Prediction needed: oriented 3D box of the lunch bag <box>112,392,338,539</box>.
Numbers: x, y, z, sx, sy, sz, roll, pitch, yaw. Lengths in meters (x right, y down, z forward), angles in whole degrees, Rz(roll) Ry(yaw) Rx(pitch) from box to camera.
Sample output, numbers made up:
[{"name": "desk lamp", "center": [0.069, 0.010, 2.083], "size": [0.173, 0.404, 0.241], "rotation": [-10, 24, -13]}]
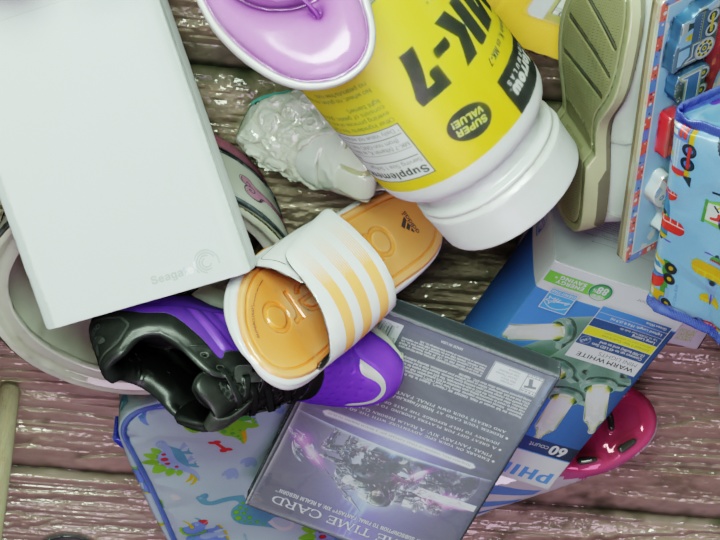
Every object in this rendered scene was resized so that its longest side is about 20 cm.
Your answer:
[{"name": "lunch bag", "center": [-0.077, 0.117, 1.716], "size": [0.160, 0.083, 0.200], "rotation": [-12, 137, 7]}]

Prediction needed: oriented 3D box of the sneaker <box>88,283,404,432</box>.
[{"name": "sneaker", "center": [-0.072, 0.063, 1.524], "size": [0.200, 0.100, 0.070], "rotation": [15, 130, -10]}]

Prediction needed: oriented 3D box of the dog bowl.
[{"name": "dog bowl", "center": [-0.137, -0.012, 1.577], "size": [0.200, 0.074, 0.200], "rotation": [-2, 138, -1]}]

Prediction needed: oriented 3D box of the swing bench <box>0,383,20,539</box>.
[{"name": "swing bench", "center": [-0.340, 0.172, 1.668], "size": [0.198, 0.200, 0.130], "rotation": [13, 135, -17]}]

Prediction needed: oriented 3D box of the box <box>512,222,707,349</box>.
[{"name": "box", "center": [0.190, -0.035, 1.604], "size": [0.144, 0.036, 0.200], "rotation": [11, 137, -16]}]

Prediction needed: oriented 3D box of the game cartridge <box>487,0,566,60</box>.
[{"name": "game cartridge", "center": [0.184, -0.187, 1.439], "size": [0.176, 0.032, 0.200], "rotation": [16, 136, -20]}]

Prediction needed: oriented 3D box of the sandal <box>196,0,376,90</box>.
[{"name": "sandal", "center": [-0.066, -0.182, 1.316], "size": [0.082, 0.203, 0.050], "rotation": [-33, 170, 4]}]

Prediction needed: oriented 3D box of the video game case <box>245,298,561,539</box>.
[{"name": "video game case", "center": [0.025, 0.106, 1.623], "size": [0.143, 0.019, 0.200], "rotation": [21, 129, -8]}]

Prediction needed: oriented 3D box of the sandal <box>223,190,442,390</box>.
[{"name": "sandal", "center": [-0.005, -0.007, 1.511], "size": [0.079, 0.207, 0.059], "rotation": [51, 135, -2]}]

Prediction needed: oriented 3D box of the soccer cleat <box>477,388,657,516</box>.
[{"name": "soccer cleat", "center": [0.111, 0.127, 1.763], "size": [0.200, 0.070, 0.086], "rotation": [-17, 164, 5]}]

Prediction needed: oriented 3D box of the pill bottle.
[{"name": "pill bottle", "center": [0.031, -0.112, 1.424], "size": [0.114, 0.114, 0.200], "rotation": [-27, 121, 24]}]

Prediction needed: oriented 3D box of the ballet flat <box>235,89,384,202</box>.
[{"name": "ballet flat", "center": [0.024, -0.071, 1.531], "size": [0.199, 0.072, 0.072], "rotation": [2, 137, -5]}]

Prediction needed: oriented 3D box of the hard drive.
[{"name": "hard drive", "center": [-0.154, -0.077, 1.459], "size": [0.132, 0.026, 0.200], "rotation": [-16, 101, 13]}]

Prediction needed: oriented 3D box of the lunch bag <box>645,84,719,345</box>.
[{"name": "lunch bag", "center": [0.268, -0.061, 1.461], "size": [0.094, 0.200, 0.151], "rotation": [32, 140, 28]}]

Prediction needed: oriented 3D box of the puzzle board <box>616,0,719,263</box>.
[{"name": "puzzle board", "center": [0.217, -0.104, 1.441], "size": [0.151, 0.017, 0.200], "rotation": [-27, 143, -25]}]

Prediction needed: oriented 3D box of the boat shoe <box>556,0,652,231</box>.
[{"name": "boat shoe", "center": [0.157, -0.108, 1.458], "size": [0.068, 0.075, 0.200], "rotation": [-13, 144, -16]}]

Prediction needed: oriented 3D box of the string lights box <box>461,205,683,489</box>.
[{"name": "string lights box", "center": [0.123, 0.050, 1.622], "size": [0.103, 0.059, 0.200], "rotation": [17, 134, -17]}]
